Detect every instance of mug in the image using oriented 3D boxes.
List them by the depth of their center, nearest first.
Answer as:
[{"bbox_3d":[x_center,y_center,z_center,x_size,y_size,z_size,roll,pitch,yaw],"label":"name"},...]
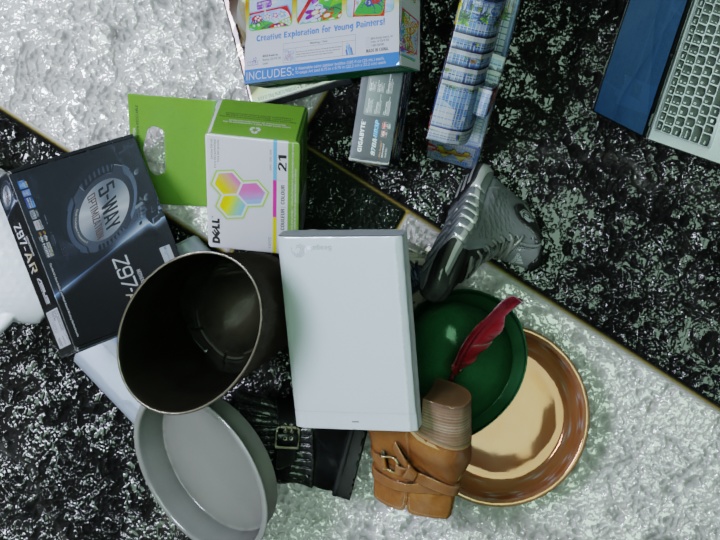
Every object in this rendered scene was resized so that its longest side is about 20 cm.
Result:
[{"bbox_3d":[-0.411,-0.006,1.641,0.174,0.148,0.201,33,64,-8],"label":"mug"}]

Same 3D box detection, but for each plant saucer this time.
[{"bbox_3d":[0.154,0.159,1.679,0.197,0.037,0.203,0,93,4],"label":"plant saucer"}]

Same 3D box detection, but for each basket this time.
[{"bbox_3d":[-0.141,0.050,1.567,0.136,0.200,0.181,44,106,8],"label":"basket"}]

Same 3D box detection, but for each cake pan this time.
[{"bbox_3d":[-0.166,0.215,1.647,0.199,0.037,0.203,22,127,32],"label":"cake pan"}]

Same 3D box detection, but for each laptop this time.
[{"bbox_3d":[0.364,-0.224,1.609,0.198,0.116,0.190,19,94,3],"label":"laptop"}]

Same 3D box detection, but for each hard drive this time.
[{"bbox_3d":[-0.010,0.060,1.508,0.130,0.026,0.203,0,107,18],"label":"hard drive"}]

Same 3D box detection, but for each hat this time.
[{"bbox_3d":[0.076,0.068,1.570,0.200,0.176,0.166,-42,59,7],"label":"hat"}]

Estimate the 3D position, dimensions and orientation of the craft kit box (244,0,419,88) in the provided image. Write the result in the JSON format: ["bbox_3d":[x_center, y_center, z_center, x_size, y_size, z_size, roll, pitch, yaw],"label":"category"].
[{"bbox_3d":[-0.031,-0.294,1.535,0.198,0.048,0.201,-1,90,34],"label":"craft kit box"}]

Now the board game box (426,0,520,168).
[{"bbox_3d":[0.117,-0.199,1.608,0.061,0.200,0.202,14,108,4],"label":"board game box"}]

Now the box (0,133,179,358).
[{"bbox_3d":[-0.281,-0.028,1.617,0.159,0.043,0.202,-21,90,-36],"label":"box"}]

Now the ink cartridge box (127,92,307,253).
[{"bbox_3d":[-0.159,-0.104,1.636,0.197,0.076,0.149,5,127,3],"label":"ink cartridge box"}]

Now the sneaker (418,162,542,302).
[{"bbox_3d":[0.141,-0.022,1.612,0.115,0.201,0.075,33,138,-8],"label":"sneaker"}]

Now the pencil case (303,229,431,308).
[{"bbox_3d":[0.000,0.000,1.603,0.078,0.199,0.090,46,111,27],"label":"pencil case"}]

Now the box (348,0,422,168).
[{"bbox_3d":[0.030,-0.211,1.609,0.045,0.159,0.203,9,94,4],"label":"box"}]

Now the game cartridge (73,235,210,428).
[{"bbox_3d":[-0.222,0.065,1.700,0.133,0.042,0.200,44,94,-3],"label":"game cartridge"}]

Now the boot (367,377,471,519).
[{"bbox_3d":[0.027,0.169,1.600,0.198,0.077,0.157,17,123,18],"label":"boot"}]

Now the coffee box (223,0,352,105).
[{"bbox_3d":[-0.089,-0.289,1.652,0.112,0.080,0.203,-15,91,5],"label":"coffee box"}]

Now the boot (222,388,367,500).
[{"bbox_3d":[-0.064,0.143,1.670,0.156,0.079,0.214,14,94,3],"label":"boot"}]
